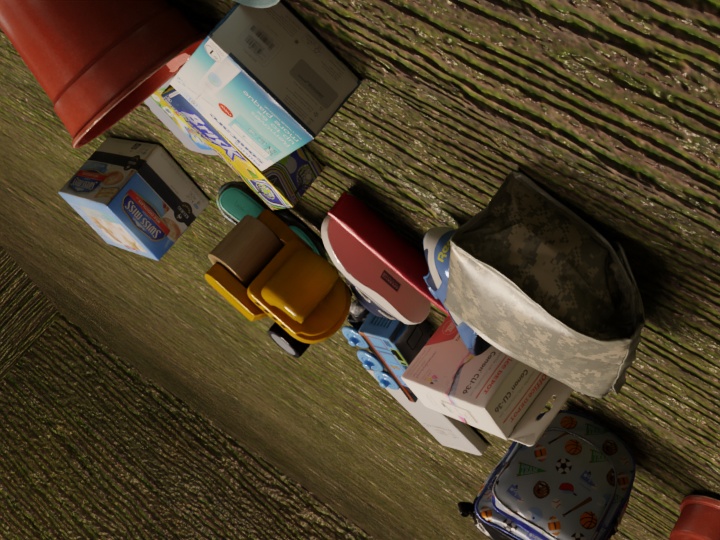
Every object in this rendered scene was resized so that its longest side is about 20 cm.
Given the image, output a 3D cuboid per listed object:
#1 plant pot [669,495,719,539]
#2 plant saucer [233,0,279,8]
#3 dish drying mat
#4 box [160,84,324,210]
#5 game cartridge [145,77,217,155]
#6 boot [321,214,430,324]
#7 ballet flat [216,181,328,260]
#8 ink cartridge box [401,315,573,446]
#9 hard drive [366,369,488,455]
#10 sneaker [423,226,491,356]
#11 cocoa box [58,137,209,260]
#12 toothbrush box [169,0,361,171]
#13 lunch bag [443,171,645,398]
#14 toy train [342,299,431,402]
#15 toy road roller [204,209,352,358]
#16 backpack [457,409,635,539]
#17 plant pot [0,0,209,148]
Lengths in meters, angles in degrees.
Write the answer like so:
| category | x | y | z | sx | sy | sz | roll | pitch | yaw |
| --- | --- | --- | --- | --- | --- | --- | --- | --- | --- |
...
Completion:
| category | x | y | z | sx | sy | sz | roll | pitch | yaw |
| --- | --- | --- | --- | --- | --- | --- | --- | --- | --- |
| plant pot | 0.431 | 0.416 | 1.464 | 0.200 | 0.195 | 0.201 | 36 | 162 | 13 |
| plant saucer | -0.136 | -0.327 | 1.085 | 0.201 | 0.039 | 0.201 | 35 | 162 | 13 |
| dish drying mat | 0.047 | -0.019 | 1.442 | 0.200 | 0.018 | 0.077 | 41 | -155 | -5 |
| box | -0.140 | -0.166 | 1.437 | 0.200 | 0.070 | 0.064 | 45 | 159 | -19 |
| game cartridge | -0.215 | -0.207 | 1.552 | 0.133 | 0.041 | 0.200 | 43 | 163 | -23 |
| boot | 0.000 | 0.000 | 1.551 | 0.200 | 0.073 | 0.090 | 48 | 155 | -27 |
| ballet flat | -0.120 | -0.057 | 1.700 | 0.200 | 0.074 | 0.074 | 46 | 162 | -12 |
| ink cartridge box | 0.160 | 0.131 | 1.478 | 0.199 | 0.117 | 0.068 | 16 | 151 | 50 |
| hard drive | 0.108 | 0.223 | 1.960 | 0.200 | 0.026 | 0.132 | 47 | 161 | -20 |
| sneaker | 0.122 | 0.020 | 1.367 | 0.082 | 0.074 | 0.200 | 33 | 156 | 34 |
| cocoa box | -0.365 | -0.117 | 1.917 | 0.200 | 0.131 | 0.134 | 15 | 151 | 53 |
| toothbrush box | -0.106 | -0.199 | 1.264 | 0.146 | 0.085 | 0.200 | 44 | 164 | -12 |
| lunch bag | 0.188 | 0.026 | 1.160 | 0.200 | 0.118 | 0.164 | 39 | 162 | 18 |
| toy train | 0.055 | 0.112 | 1.705 | 0.114 | 0.087 | 0.200 | 15 | 151 | 41 |
| toy road roller | -0.101 | 0.009 | 1.583 | 0.200 | 0.123 | 0.146 | 41 | 164 | 3 |
| backpack | 0.253 | 0.275 | 1.522 | 0.199 | 0.191 | 0.154 | 31 | 156 | 12 |
| plant pot | -0.304 | -0.276 | 1.336 | 0.196 | 0.201 | 0.201 | 51 | 161 | -8 |
